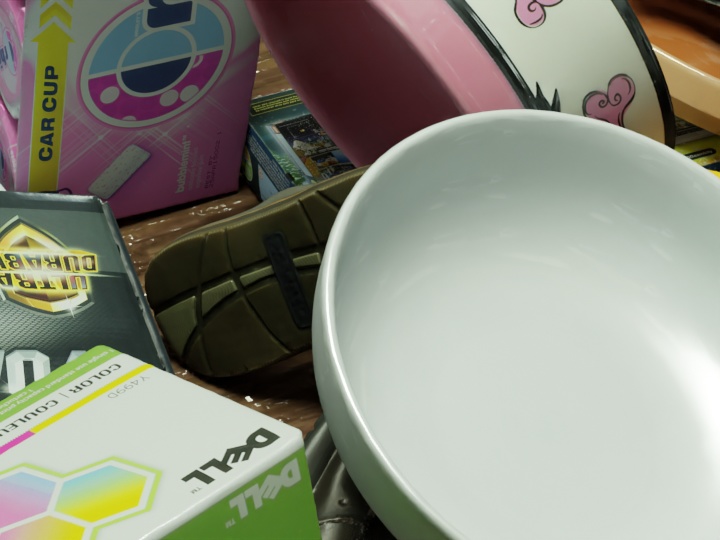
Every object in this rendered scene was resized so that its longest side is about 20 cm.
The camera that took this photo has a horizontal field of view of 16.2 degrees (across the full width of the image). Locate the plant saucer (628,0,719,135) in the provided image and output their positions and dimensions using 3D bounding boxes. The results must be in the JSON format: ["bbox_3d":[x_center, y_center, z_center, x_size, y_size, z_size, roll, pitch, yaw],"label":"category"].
[{"bbox_3d":[0.172,-0.101,1.157,0.200,0.032,0.200,19,26,-9],"label":"plant saucer"}]

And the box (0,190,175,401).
[{"bbox_3d":[-0.155,0.045,0.886,0.199,0.046,0.159,3,53,-41],"label":"box"}]

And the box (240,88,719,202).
[{"bbox_3d":[0.060,-0.050,1.134,0.199,0.038,0.137,-15,38,-18],"label":"box"}]

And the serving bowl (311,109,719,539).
[{"bbox_3d":[0.071,0.044,0.867,0.199,0.066,0.201,11,52,-15],"label":"serving bowl"}]

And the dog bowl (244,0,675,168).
[{"bbox_3d":[0.029,-0.091,1.007,0.074,0.200,0.200,-41,48,-14],"label":"dog bowl"}]

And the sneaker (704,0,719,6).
[{"bbox_3d":[0.201,-0.133,1.137,0.199,0.071,0.083,19,30,4],"label":"sneaker"}]

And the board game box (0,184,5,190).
[{"bbox_3d":[-0.226,-0.016,1.017,0.199,0.044,0.199,4,30,-40],"label":"board game box"}]

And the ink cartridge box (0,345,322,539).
[{"bbox_3d":[-0.061,0.109,0.732,0.148,0.076,0.200,-31,34,-34],"label":"ink cartridge box"}]

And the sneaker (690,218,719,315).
[{"bbox_3d":[0.222,0.034,0.942,0.200,0.078,0.112,50,42,12],"label":"sneaker"}]

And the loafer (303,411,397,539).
[{"bbox_3d":[-0.002,0.103,0.894,0.071,0.073,0.200,33,63,17],"label":"loafer"}]

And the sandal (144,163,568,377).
[{"bbox_3d":[0.000,0.000,0.999,0.200,0.082,0.055,-14,9,41],"label":"sandal"}]

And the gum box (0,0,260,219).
[{"bbox_3d":[-0.106,-0.107,1.088,0.113,0.200,0.066,-15,49,-25],"label":"gum box"}]

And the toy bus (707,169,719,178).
[{"bbox_3d":[0.128,0.017,1.015,0.078,0.065,0.200,16,39,25],"label":"toy bus"}]
